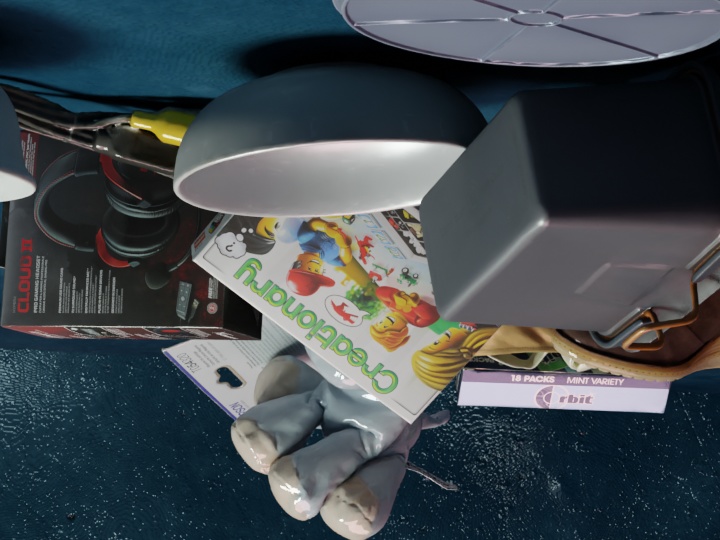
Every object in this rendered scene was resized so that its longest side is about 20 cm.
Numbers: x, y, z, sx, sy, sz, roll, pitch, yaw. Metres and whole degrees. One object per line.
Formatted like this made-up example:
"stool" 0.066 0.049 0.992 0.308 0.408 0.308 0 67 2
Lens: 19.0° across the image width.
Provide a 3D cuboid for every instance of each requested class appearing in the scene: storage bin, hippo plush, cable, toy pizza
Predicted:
"storage bin" 0.127 -0.026 1.251 0.134 0.146 0.200 -2 158 -21
"hippo plush" 0.012 0.106 1.678 0.200 0.159 0.161 13 134 -17
"cable" -0.177 -0.104 1.455 0.200 0.050 0.097 17 175 -14
"toy pizza" 0.086 -0.137 1.050 0.200 0.032 0.200 3 172 0

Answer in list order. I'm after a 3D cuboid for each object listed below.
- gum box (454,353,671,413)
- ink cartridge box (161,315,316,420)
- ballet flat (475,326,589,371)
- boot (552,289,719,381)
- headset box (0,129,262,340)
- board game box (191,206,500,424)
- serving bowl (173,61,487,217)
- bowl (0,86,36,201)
"gum box" 0.158 0.033 1.777 0.170 0.200 0.045 3 129 -5
"ink cartridge box" -0.044 0.046 1.757 0.200 0.043 0.196 -19 155 7
"ballet flat" 0.154 0.047 1.674 0.200 0.063 0.069 8 -154 -26
"boot" 0.227 -0.015 1.426 0.200 0.167 0.072 0 -161 -19
"headset box" -0.172 -0.026 1.562 0.200 0.149 0.075 1 172 21
"board game box" 0.000 0.000 1.481 0.200 0.126 0.035 37 -165 -17
"serving bowl" -0.016 -0.085 1.320 0.200 0.066 0.200 -3 169 -1
"bowl" -0.291 -0.098 1.280 0.201 0.091 0.201 2 173 0
